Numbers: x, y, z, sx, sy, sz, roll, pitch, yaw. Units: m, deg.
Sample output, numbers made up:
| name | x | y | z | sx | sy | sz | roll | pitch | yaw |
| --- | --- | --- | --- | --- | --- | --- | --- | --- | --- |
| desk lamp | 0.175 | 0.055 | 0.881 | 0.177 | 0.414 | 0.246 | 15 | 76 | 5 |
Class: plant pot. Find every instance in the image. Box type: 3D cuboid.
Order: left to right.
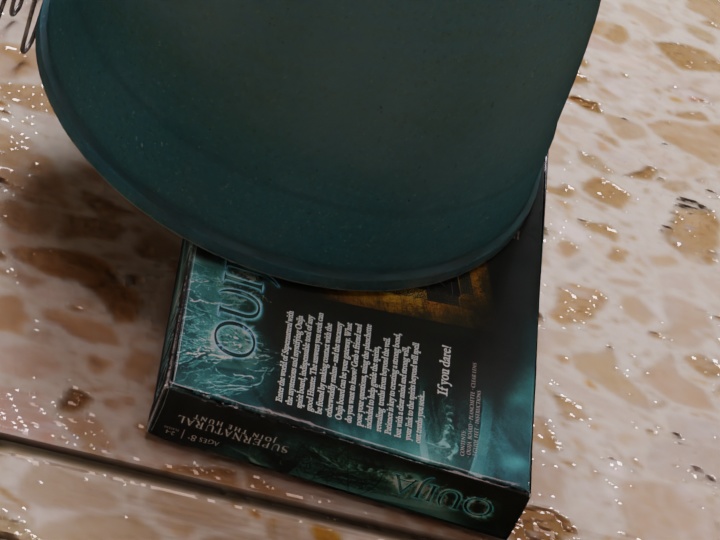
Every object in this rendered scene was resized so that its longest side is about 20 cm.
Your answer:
| name | x | y | z | sx | sy | sz | roll | pitch | yaw |
| --- | --- | --- | --- | --- | --- | --- | --- | --- | --- |
| plant pot | 0.003 | -0.129 | 1.070 | 0.199 | 0.188 | 0.201 | 14 | 42 | -13 |

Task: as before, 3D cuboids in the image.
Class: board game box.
| name | x | y | z | sx | sy | sz | roll | pitch | yaw |
| --- | --- | --- | --- | --- | --- | --- | --- | --- | --- |
| board game box | 0.000 | 0.000 | 1.099 | 0.135 | 0.028 | 0.201 | 17 | 41 | -9 |

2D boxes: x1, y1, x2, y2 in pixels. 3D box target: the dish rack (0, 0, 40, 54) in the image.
| name | x | y | z | sx | sy | sz | roll | pitch | yaw |
| --- | --- | --- | --- | --- | --- | --- | --- | --- | --- |
| dish rack | -0.109 | -0.126 | 1.247 | 0.199 | 0.055 | 0.153 | 24 | 28 | 6 |
